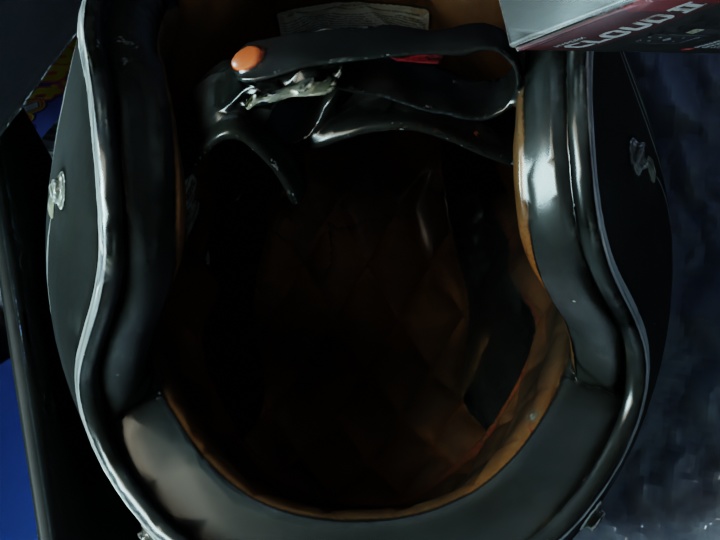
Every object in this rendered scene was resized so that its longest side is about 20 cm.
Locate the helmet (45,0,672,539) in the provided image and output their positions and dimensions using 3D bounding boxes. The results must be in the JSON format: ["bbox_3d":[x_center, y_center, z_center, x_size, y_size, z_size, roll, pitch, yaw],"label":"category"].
[{"bbox_3d":[0.000,0.000,0.772,0.200,0.199,0.191,34,140,42],"label":"helmet"}]

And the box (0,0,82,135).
[{"bbox_3d":[-0.187,-0.101,0.796,0.200,0.104,0.182,32,84,41],"label":"box"}]

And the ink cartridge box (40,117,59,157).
[{"bbox_3d":[-0.122,-0.085,0.981,0.146,0.084,0.200,53,127,31],"label":"ink cartridge box"}]

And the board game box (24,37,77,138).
[{"bbox_3d":[-0.140,-0.108,0.904,0.200,0.045,0.135,-46,59,36],"label":"board game box"}]

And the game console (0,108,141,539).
[{"bbox_3d":[-0.123,0.065,0.842,0.175,0.116,0.201,-30,59,33],"label":"game console"}]

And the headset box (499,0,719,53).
[{"bbox_3d":[0.132,-0.104,0.618,0.148,0.199,0.078,-19,78,47],"label":"headset box"}]
